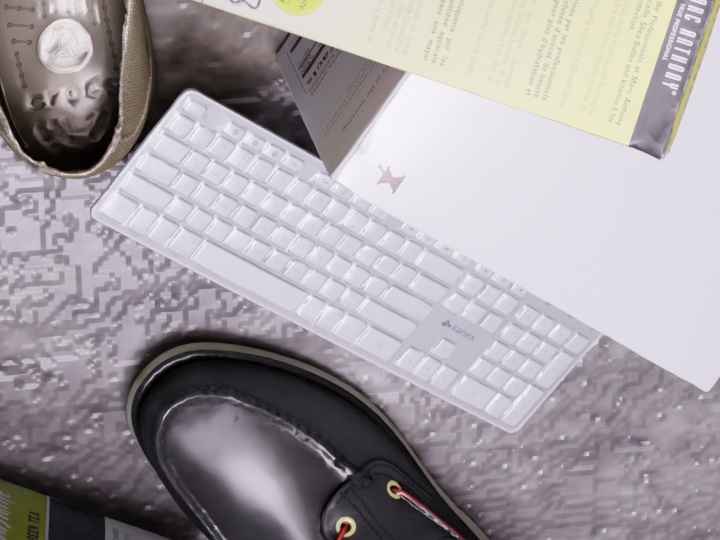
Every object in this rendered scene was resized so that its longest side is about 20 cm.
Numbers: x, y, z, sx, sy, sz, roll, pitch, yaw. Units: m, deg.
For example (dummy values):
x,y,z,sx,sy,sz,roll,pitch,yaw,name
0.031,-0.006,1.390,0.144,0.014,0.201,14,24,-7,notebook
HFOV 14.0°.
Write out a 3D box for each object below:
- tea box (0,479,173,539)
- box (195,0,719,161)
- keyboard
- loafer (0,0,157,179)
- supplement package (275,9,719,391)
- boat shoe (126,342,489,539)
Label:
x,y,z,sx,sy,sz,roll,pitch,yaw,name
-0.155,0.160,0.953,0.196,0.200,0.134,22,109,-11,tea box
0.007,-0.100,0.854,0.199,0.050,0.076,18,103,4,box
0.000,0.000,1.006,0.200,0.011,0.056,28,105,-34,keyboard
-0.103,-0.116,0.920,0.076,0.068,0.201,-19,117,-3,loafer
0.096,-0.094,0.948,0.155,0.111,0.200,29,106,-22,supplement package
-0.001,0.100,1.047,0.074,0.063,0.201,-42,114,12,boat shoe
